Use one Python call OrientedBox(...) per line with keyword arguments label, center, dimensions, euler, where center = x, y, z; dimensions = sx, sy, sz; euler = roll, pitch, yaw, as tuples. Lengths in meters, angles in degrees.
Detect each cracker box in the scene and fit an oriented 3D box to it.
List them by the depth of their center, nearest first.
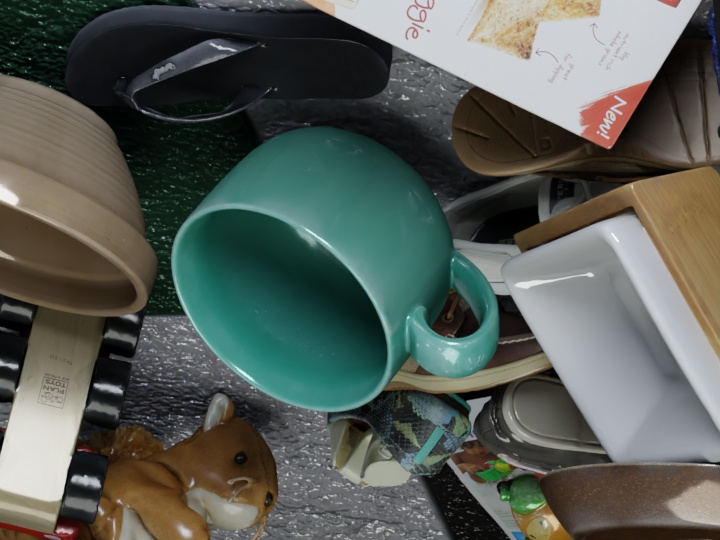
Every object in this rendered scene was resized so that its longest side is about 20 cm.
OrientedBox(label="cracker box", center=(0.072, -0.163, 1.248), dimensions=(0.199, 0.058, 0.134), euler=(23, 108, -21))

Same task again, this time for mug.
OrientedBox(label="mug", center=(-0.009, 0.001, 1.502), dimensions=(0.185, 0.114, 0.152), euler=(43, 139, -4))

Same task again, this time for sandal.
OrientedBox(label="sandal", center=(-0.082, -0.116, 1.441), dimensions=(0.199, 0.043, 0.076), euler=(-2, 146, 19))

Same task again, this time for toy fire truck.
OrientedBox(label="toy fire truck", center=(-0.229, 0.096, 1.712), dimensions=(0.128, 0.177, 0.200), euler=(13, 163, -5))

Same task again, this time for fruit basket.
OrientedBox(label="fruit basket", center=(0.156, 0.151, 1.753), dimensions=(0.185, 0.094, 0.200), euler=(-11, 139, 31))

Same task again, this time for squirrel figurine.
OrientedBox(label="squirrel figurine", center=(-0.162, 0.162, 1.810), dimensions=(0.200, 0.187, 0.142), euler=(30, 151, 45))

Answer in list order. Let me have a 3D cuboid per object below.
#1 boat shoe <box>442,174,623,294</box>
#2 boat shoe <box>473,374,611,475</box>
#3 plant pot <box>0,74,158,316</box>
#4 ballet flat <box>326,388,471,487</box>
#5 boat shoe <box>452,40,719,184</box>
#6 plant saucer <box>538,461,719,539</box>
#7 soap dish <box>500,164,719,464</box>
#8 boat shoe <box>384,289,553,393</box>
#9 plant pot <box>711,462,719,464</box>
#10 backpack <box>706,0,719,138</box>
OrientedBox(label="boat shoe", center=(0.131, -0.035, 1.489), dimensions=(0.200, 0.072, 0.066), euler=(-8, 149, 41))
OrientedBox(label="boat shoe", center=(0.167, 0.114, 1.644), dimensions=(0.199, 0.067, 0.057), euler=(18, 153, -22))
OrientedBox(label="plant pot", center=(-0.207, -0.054, 1.506), dimensions=(0.200, 0.093, 0.201), euler=(18, 162, 6))
OrientedBox(label="ballet flat", center=(0.012, 0.113, 1.695), dimensions=(0.074, 0.075, 0.200), euler=(19, 169, -14))
OrientedBox(label="boat shoe", center=(0.155, -0.082, 1.405), dimensions=(0.199, 0.072, 0.072), euler=(-8, 171, 15))
OrientedBox(label="plant saucer", center=(0.197, 0.140, 1.393), dimensions=(0.199, 0.035, 0.200), euler=(6, 167, 1))
OrientedBox(label="soap dish", center=(0.165, 0.027, 1.362), dimensions=(0.158, 0.081, 0.200), euler=(59, 165, -1))
OrientedBox(label="boat shoe", center=(0.052, 0.035, 1.611), dimensions=(0.200, 0.072, 0.072), euler=(-3, 103, 43))
OrientedBox(label="plant pot", center=(0.227, 0.078, 1.539), dimensions=(0.199, 0.174, 0.200), euler=(8, 149, 5))
OrientedBox(label="backpack", center=(0.250, -0.142, 1.160), dimensions=(0.168, 0.201, 0.162), euler=(25, 138, -38))
